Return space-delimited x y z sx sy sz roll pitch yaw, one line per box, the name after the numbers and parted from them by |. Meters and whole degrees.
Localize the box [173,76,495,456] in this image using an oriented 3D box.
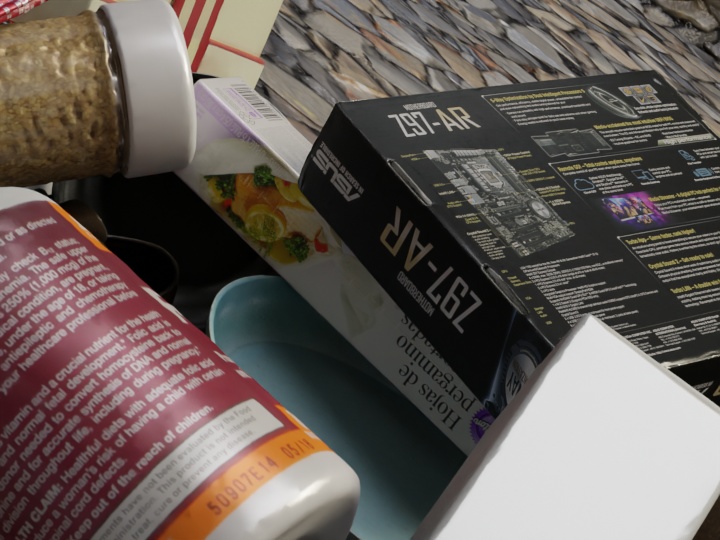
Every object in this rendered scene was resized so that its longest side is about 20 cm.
0.000 0.000 0.986 0.200 0.039 0.041 43 22 14 | box

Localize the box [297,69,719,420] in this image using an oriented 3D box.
0.096 -0.009 0.984 0.200 0.044 0.160 -11 50 -45 | box

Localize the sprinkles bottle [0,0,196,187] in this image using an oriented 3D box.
-0.165 -0.058 0.939 0.200 0.068 0.068 -9 33 -13 | sprinkles bottle

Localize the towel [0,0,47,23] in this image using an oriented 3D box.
-0.214 -0.101 0.928 0.144 0.023 0.200 13 31 30 | towel

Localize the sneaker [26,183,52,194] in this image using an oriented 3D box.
-0.130 -0.037 1.130 0.087 0.075 0.200 43 18 5 | sneaker

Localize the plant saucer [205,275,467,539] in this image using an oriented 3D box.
0.018 0.078 0.943 0.200 0.027 0.200 33 21 -15 | plant saucer

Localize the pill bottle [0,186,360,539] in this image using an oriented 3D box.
-0.107 0.046 0.797 0.200 0.114 0.114 41 17 16 | pill bottle

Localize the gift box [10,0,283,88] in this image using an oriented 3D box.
-0.132 -0.182 1.305 0.200 0.187 0.184 29 8 36 | gift box

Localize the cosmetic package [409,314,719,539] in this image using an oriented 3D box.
0.036 0.121 0.784 0.071 0.101 0.200 36 59 2 | cosmetic package

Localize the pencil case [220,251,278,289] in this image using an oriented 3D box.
-0.007 0.028 1.163 0.092 0.085 0.200 0 -9 36 | pencil case

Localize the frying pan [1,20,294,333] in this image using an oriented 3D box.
-0.110 -0.042 1.052 0.190 0.115 0.031 20 11 -2 | frying pan

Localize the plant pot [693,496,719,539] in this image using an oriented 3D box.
0.187 0.142 0.925 0.187 0.187 0.200 1 69 -63 | plant pot

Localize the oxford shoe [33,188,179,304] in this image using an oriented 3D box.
-0.147 0.000 0.968 0.073 0.084 0.200 46 21 27 | oxford shoe
